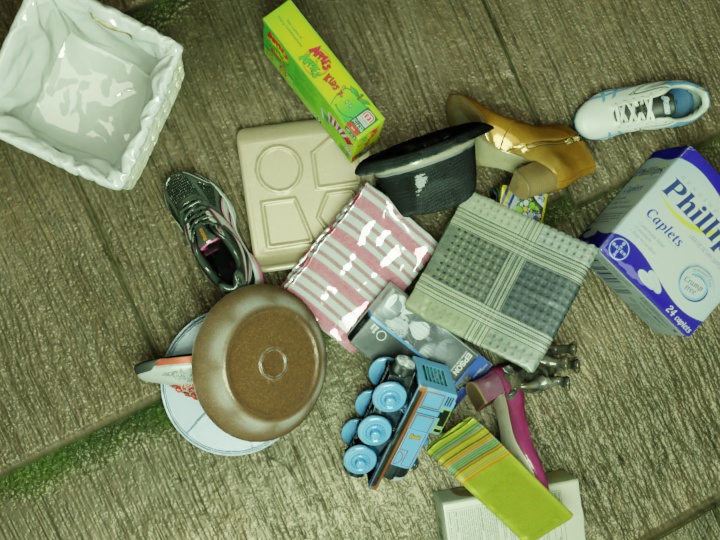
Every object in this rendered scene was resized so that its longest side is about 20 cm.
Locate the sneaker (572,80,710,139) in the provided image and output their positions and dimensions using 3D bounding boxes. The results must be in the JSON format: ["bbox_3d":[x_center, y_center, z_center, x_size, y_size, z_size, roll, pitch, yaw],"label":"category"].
[{"bbox_3d":[0.402,-0.233,1.241,0.197,0.072,0.073,-12,94,-5],"label":"sneaker"}]

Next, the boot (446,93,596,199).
[{"bbox_3d":[0.226,-0.187,1.225,0.143,0.071,0.202,-23,63,-31],"label":"boot"}]

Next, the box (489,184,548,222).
[{"bbox_3d":[0.206,-0.014,1.222,0.069,0.064,0.203,10,89,-6],"label":"box"}]

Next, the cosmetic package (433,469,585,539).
[{"bbox_3d":[0.209,0.352,1.222,0.197,0.071,0.107,-7,91,-7],"label":"cosmetic package"}]

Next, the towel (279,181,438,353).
[{"bbox_3d":[0.000,0.000,1.181,0.146,0.030,0.201,37,99,-20],"label":"towel"}]

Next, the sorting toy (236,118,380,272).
[{"bbox_3d":[-0.069,-0.108,1.206,0.182,0.036,0.203,-8,87,-7],"label":"sorting toy"}]

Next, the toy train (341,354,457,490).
[{"bbox_3d":[0.048,0.205,1.165,0.113,0.087,0.202,17,115,-12],"label":"toy train"}]

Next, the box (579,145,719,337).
[{"bbox_3d":[0.441,-0.041,1.231,0.184,0.105,0.200,43,85,-6],"label":"box"}]

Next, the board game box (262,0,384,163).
[{"bbox_3d":[-0.052,-0.248,1.153,0.047,0.102,0.201,-37,85,-11],"label":"board game box"}]

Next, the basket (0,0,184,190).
[{"bbox_3d":[-0.345,-0.223,1.105,0.196,0.161,0.202,24,87,-6],"label":"basket"}]

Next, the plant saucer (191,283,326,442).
[{"bbox_3d":[-0.118,0.118,1.108,0.198,0.036,0.204,3,85,-35],"label":"plant saucer"}]

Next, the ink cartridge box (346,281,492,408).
[{"bbox_3d":[0.087,0.115,1.198,0.199,0.039,0.100,37,97,-16],"label":"ink cartridge box"}]

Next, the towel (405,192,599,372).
[{"bbox_3d":[0.183,0.011,1.141,0.198,0.035,0.194,27,79,18],"label":"towel"}]

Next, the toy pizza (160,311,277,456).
[{"bbox_3d":[-0.174,0.152,1.194,0.197,0.032,0.204,0,89,-7],"label":"toy pizza"}]

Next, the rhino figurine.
[{"bbox_3d":[0.238,0.136,1.168,0.086,0.200,0.061,-1,97,23],"label":"rhino figurine"}]

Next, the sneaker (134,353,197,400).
[{"bbox_3d":[-0.194,0.162,1.142,0.198,0.067,0.110,-4,88,-9],"label":"sneaker"}]

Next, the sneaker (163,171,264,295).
[{"bbox_3d":[-0.197,-0.050,1.146,0.080,0.086,0.201,-38,81,3],"label":"sneaker"}]

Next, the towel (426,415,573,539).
[{"bbox_3d":[0.182,0.278,1.137,0.200,0.018,0.086,45,119,-10],"label":"towel"}]

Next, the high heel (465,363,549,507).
[{"bbox_3d":[0.230,0.224,1.199,0.095,0.067,0.202,-17,75,-31],"label":"high heel"}]

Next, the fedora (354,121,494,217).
[{"bbox_3d":[0.093,-0.126,1.139,0.198,0.201,0.093,-20,102,-6],"label":"fedora"}]
